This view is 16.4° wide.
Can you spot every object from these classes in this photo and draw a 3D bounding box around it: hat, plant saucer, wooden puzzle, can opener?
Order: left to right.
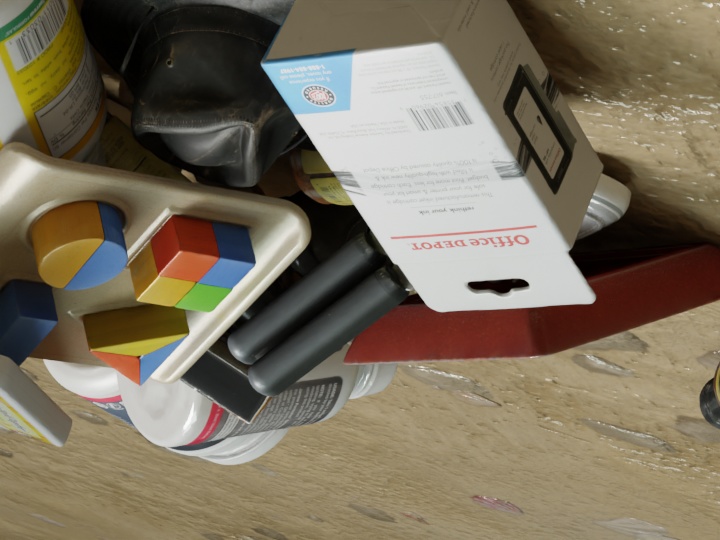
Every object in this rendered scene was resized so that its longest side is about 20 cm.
[{"bbox_3d":[-0.155,0.010,1.474,0.200,0.046,0.185,14,139,-32],"label":"wooden puzzle"},{"bbox_3d":[-0.079,-0.098,1.415,0.201,0.081,0.201,15,152,8],"label":"hat"},{"bbox_3d":[0.000,0.000,1.541,0.053,0.200,0.066,58,-164,25],"label":"can opener"},{"bbox_3d":[0.118,0.019,1.593,0.200,0.037,0.200,-15,-174,-36],"label":"plant saucer"}]

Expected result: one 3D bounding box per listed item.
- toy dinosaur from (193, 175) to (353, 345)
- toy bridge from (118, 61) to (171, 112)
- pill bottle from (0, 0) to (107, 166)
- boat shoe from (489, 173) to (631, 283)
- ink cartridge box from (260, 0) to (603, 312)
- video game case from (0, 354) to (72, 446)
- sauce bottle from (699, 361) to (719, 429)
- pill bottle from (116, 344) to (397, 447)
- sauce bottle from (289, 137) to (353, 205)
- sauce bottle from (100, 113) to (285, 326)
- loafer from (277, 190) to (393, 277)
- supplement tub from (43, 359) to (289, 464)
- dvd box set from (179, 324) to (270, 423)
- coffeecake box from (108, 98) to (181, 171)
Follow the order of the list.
[{"bbox_3d":[-0.042,0.006,1.707,0.060,0.106,0.200,-22,114,32],"label":"toy dinosaur"},{"bbox_3d":[-0.118,-0.110,1.576,0.067,0.027,0.200,21,164,-3],"label":"toy bridge"},{"bbox_3d":[-0.208,-0.114,1.423,0.113,0.113,0.200,12,147,20],"label":"pill bottle"},{"bbox_3d":[0.092,-0.024,1.566,0.072,0.069,0.200,28,161,-33],"label":"boat shoe"},{"bbox_3d":[0.050,-0.068,1.342,0.116,0.068,0.200,-3,136,35],"label":"ink cartridge box"},{"bbox_3d":[-0.275,0.053,1.493,0.182,0.023,0.200,17,168,8],"label":"video game case"},{"bbox_3d":[0.279,0.073,1.706,0.065,0.065,0.200,18,163,-3],"label":"sauce bottle"},{"bbox_3d":[-0.072,0.064,1.861,0.200,0.111,0.111,-7,-178,-38],"label":"pill bottle"},{"bbox_3d":[0.043,-0.072,1.467,0.066,0.066,0.200,30,160,-38],"label":"sauce bottle"},{"bbox_3d":[-0.119,-0.023,1.605,0.200,0.065,0.065,42,160,-8],"label":"sauce bottle"},{"bbox_3d":[0.003,-0.016,1.678,0.071,0.073,0.200,-26,166,10],"label":"loafer"},{"bbox_3d":[-0.146,0.063,1.982,0.140,0.140,0.200,5,160,36],"label":"supplement tub"},{"bbox_3d":[-0.110,0.033,1.683,0.146,0.029,0.200,33,-168,1],"label":"dvd box set"},{"bbox_3d":[-0.237,-0.078,1.725,0.153,0.073,0.200,26,162,-30],"label":"coffeecake box"}]
